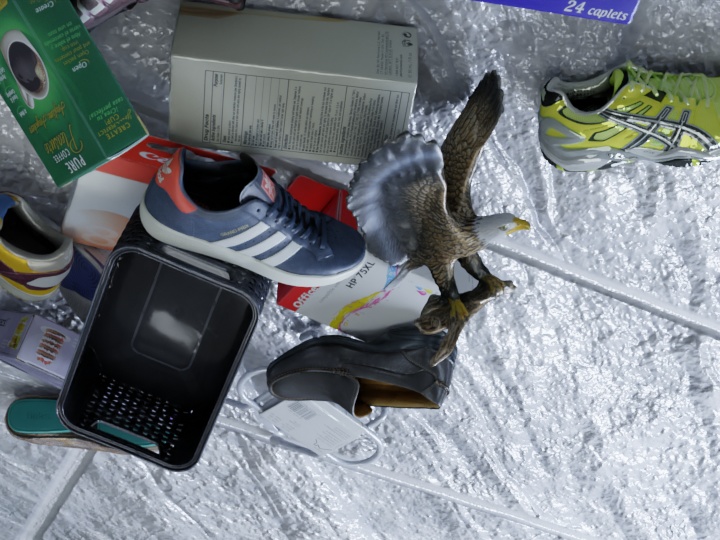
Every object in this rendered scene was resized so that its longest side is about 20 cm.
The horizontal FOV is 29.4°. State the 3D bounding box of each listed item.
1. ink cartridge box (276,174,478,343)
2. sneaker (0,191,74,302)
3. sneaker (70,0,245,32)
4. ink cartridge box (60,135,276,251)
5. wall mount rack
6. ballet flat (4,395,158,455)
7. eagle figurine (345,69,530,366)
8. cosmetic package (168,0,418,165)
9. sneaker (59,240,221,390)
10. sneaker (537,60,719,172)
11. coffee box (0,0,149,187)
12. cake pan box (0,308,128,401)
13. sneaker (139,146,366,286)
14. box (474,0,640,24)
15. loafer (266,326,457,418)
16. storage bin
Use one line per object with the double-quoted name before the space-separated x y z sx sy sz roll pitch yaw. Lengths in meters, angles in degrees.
"ink cartridge box" 0.000 0.000 1.297 0.199 0.068 0.116 23 136 -22
"sneaker" -0.351 -0.050 1.239 0.199 0.075 0.090 26 142 -12
"sneaker" -0.151 -0.218 1.062 0.115 0.076 0.200 30 131 -31
"ink cartridge box" -0.173 -0.056 1.207 0.161 0.051 0.200 15 162 -13
"wall mount rack" -0.072 0.147 1.464 0.173 0.075 0.200 -31 128 27
"ballet flat" -0.289 0.169 1.511 0.198 0.069 0.067 7 158 3
"eagle figurine" 0.072 -0.051 1.146 0.149 0.152 0.202 -18 112 5
"cosmetic package" -0.056 -0.152 1.130 0.198 0.072 0.106 7 140 -5
"sneaker" -0.190 0.025 1.327 0.199 0.115 0.081 36 131 8
"sneaker" 0.243 -0.133 1.136 0.198 0.076 0.077 -10 137 11
"coffee box" -0.248 -0.167 1.045 0.123 0.044 0.201 -17 106 58
"cake pan box" -0.272 0.101 1.366 0.199 0.053 0.184 29 169 -24
"sneaker" -0.077 -0.048 1.128 0.198 0.075 0.085 12 134 -22
"box" 0.125 -0.290 0.947 0.182 0.106 0.201 7 137 -6
"loafer" -0.005 0.105 1.315 0.198 0.073 0.073 -12 141 26
"storage bin" -0.168 0.057 1.192 0.134 0.094 0.201 22 118 -5
